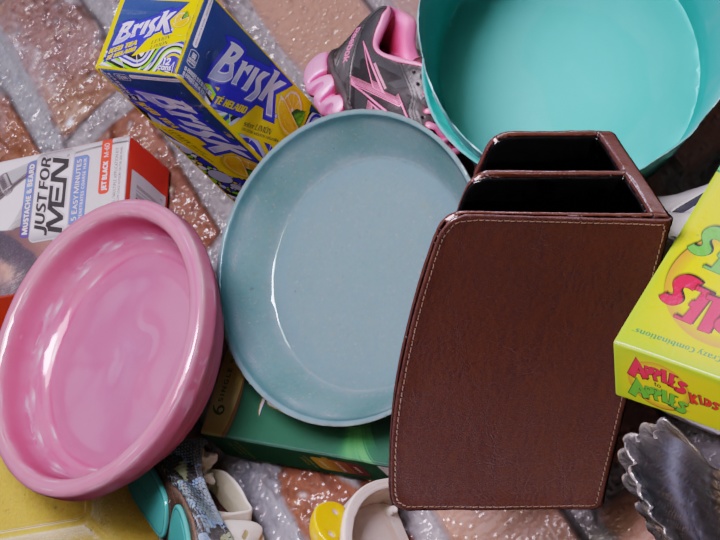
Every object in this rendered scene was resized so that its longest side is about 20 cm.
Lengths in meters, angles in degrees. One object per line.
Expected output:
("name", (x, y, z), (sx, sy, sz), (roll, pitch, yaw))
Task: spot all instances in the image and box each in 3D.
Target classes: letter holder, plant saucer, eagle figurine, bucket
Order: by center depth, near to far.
("eagle figurine", (0.236, 0.149, 1.319), (0.198, 0.153, 0.152), (5, 42, 3))
("letter holder", (0.078, 0.030, 1.380), (0.141, 0.201, 0.101), (-1, 32, -16))
("bucket", (0.132, -0.140, 1.487), (0.205, 0.135, 0.209), (0, 81, 1))
("plant saucer", (0.000, 0.000, 1.514), (0.199, 0.036, 0.202), (-6, 79, 30))
("plant saucer", (-0.159, 0.055, 1.556), (0.200, 0.051, 0.202), (-21, 57, 36))
("plant saucer", (-0.229, 0.125, 1.641), (0.199, 0.048, 0.201), (-11, 62, 22))

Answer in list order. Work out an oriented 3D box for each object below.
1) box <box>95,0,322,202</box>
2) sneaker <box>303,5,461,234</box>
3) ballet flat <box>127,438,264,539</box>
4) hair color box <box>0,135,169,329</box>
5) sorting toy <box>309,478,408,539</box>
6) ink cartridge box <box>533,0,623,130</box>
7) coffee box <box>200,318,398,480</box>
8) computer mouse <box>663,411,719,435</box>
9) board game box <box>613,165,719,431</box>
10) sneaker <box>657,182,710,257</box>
("box", (-0.091, -0.111, 1.589), (0.070, 0.200, 0.065), (7, 70, 30))
("sneaker", (0.036, -0.096, 1.579), (0.095, 0.079, 0.201), (-45, 54, 23))
("ballet flat", (-0.096, 0.163, 1.513), (0.074, 0.074, 0.200), (-38, 34, 6))
("hair color box", (-0.239, -0.019, 1.707), (0.199, 0.064, 0.112), (-11, 63, 24))
("sorting toy", (-0.028, 0.252, 1.461), (0.180, 0.106, 0.201), (-43, 52, 26))
("ink cartridge box", (0.141, -0.184, 1.605), (0.094, 0.037, 0.201), (18, 78, 34))
("coffee box", (0.002, 0.071, 1.548), (0.199, 0.044, 0.124), (8, 71, 31))
("computer mouse", (0.195, 0.063, 1.429), (0.044, 0.110, 0.200), (-17, 40, -32))
("board game box", (0.229, -0.001, 1.333), (0.101, 0.048, 0.200), (19, 54, 23))
("sneaker", (0.257, -0.059, 1.458), (0.198, 0.079, 0.130), (1, 64, 30))
